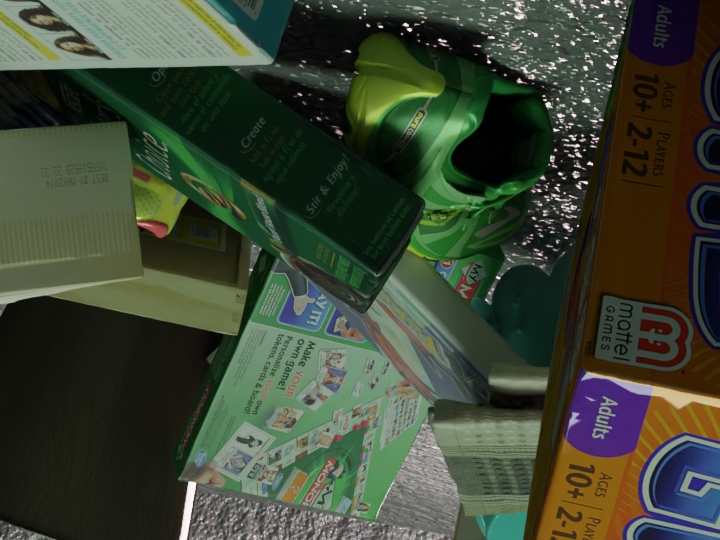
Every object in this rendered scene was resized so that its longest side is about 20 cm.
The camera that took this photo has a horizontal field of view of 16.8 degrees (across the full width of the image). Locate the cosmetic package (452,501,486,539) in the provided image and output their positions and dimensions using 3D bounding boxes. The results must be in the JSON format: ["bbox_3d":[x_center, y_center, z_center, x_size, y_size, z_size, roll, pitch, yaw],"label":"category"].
[{"bbox_3d":[0.126,0.115,1.550,0.103,0.202,0.073,15,168,-12],"label":"cosmetic package"}]

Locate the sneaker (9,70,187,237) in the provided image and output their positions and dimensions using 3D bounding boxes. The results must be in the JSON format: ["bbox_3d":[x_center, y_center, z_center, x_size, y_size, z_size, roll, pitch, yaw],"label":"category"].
[{"bbox_3d":[-0.165,-0.058,1.272,0.199,0.091,0.078,4,168,38],"label":"sneaker"}]

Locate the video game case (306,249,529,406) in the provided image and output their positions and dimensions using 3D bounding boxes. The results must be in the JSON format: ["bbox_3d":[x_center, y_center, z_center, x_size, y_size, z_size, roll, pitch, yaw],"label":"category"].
[{"bbox_3d":[0.000,0.000,1.285,0.200,0.023,0.182,45,170,-1],"label":"video game case"}]

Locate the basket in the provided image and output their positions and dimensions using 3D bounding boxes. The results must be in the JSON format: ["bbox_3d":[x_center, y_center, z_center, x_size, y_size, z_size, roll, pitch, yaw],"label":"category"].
[{"bbox_3d":[-0.162,0.060,1.517,0.179,0.202,0.136,19,-179,-2],"label":"basket"}]

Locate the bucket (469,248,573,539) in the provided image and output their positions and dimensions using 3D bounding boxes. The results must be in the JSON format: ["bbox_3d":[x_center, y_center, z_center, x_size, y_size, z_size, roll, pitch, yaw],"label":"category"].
[{"bbox_3d":[0.155,0.093,1.398,0.205,0.136,0.208,0,146,0],"label":"bucket"}]

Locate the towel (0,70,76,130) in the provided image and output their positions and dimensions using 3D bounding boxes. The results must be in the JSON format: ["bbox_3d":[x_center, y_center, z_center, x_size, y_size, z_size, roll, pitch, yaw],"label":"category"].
[{"bbox_3d":[-0.243,-0.108,1.179,0.146,0.024,0.200,3,154,41],"label":"towel"}]

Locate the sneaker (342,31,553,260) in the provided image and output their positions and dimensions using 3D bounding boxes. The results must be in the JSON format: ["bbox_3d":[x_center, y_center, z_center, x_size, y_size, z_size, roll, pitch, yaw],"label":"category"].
[{"bbox_3d":[0.051,-0.048,1.142,0.083,0.075,0.200,12,169,20],"label":"sneaker"}]

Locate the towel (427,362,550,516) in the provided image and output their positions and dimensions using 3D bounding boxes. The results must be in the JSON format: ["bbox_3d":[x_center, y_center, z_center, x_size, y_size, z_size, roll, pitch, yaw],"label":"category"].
[{"bbox_3d":[0.136,0.086,1.212,0.198,0.035,0.193,-2,161,7],"label":"towel"}]

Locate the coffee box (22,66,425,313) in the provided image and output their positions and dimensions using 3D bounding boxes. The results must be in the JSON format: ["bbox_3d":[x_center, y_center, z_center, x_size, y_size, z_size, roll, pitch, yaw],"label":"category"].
[{"bbox_3d":[-0.066,-0.058,1.113,0.199,0.044,0.123,35,170,2],"label":"coffee box"}]

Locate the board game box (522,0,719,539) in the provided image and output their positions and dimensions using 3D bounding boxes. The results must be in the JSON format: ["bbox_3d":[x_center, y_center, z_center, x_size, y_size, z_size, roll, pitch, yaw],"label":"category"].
[{"bbox_3d":[0.178,0.045,0.962,0.198,0.201,0.201,11,139,3],"label":"board game box"}]

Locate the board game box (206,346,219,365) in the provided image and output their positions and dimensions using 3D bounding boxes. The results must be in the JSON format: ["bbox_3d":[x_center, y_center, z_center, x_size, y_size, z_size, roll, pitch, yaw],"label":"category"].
[{"bbox_3d":[-0.012,0.047,1.566,0.035,0.126,0.200,49,-177,22],"label":"board game box"}]

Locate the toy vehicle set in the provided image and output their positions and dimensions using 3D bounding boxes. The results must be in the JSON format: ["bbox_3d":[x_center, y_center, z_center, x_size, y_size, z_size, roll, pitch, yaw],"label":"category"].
[{"bbox_3d":[-0.123,-0.019,1.364,0.123,0.027,0.200,13,-164,-5],"label":"toy vehicle set"}]

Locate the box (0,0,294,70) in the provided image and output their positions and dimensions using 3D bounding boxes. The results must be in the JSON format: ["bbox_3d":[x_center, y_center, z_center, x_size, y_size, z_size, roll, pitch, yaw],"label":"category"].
[{"bbox_3d":[-0.125,-0.122,0.988,0.199,0.050,0.082,3,156,38],"label":"box"}]

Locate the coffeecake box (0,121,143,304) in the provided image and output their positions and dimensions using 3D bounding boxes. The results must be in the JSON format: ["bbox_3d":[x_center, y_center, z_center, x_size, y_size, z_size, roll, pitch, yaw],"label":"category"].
[{"bbox_3d":[-0.206,-0.017,1.129,0.152,0.074,0.200,-7,179,-25],"label":"coffeecake box"}]

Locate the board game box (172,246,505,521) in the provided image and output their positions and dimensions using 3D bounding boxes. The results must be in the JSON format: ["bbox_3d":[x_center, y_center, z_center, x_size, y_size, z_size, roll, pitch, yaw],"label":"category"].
[{"bbox_3d":[-0.015,0.052,1.448,0.134,0.201,0.029,14,-152,-23],"label":"board game box"}]
